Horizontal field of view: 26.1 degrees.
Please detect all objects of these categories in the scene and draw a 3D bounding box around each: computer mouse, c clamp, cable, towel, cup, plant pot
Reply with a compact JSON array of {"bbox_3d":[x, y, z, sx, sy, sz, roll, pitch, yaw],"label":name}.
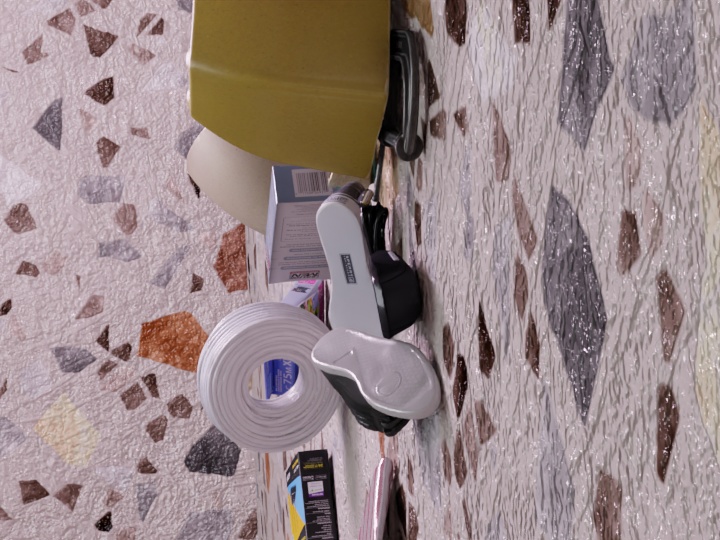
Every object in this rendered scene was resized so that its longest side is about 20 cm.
[{"bbox_3d":[0.030,-0.012,1.533,0.200,0.045,0.142,-97,-3,-86],"label":"computer mouse"},{"bbox_3d":[0.039,-0.151,1.519,0.200,0.027,0.173,-154,66,-82],"label":"c clamp"},{"bbox_3d":[-0.119,0.144,2.072,0.201,0.199,0.069,-56,25,9],"label":"cable"},{"bbox_3d":[0.017,0.317,1.751,0.201,0.030,0.148,101,175,-56],"label":"towel"},{"bbox_3d":[-0.117,-0.129,2.109,0.144,0.199,0.201,58,160,20],"label":"cup"},{"bbox_3d":[-0.077,-0.225,1.584,0.196,0.197,0.197,103,169,-69],"label":"plant pot"}]

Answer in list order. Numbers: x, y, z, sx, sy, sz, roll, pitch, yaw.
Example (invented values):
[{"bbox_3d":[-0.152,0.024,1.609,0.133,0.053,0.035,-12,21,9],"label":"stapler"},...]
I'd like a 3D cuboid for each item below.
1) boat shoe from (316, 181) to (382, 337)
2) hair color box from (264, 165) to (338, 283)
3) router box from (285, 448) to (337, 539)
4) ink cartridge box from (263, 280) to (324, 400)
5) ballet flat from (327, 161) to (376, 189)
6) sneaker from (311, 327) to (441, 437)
[{"bbox_3d":[0.000,0.000,1.694,0.068,0.071,0.202,-50,-47,-50],"label":"boat shoe"},{"bbox_3d":[-0.069,-0.059,2.010,0.201,0.098,0.061,101,163,-59],"label":"hair color box"},{"bbox_3d":[-0.075,0.361,2.348,0.200,0.050,0.151,115,150,-72],"label":"router box"},{"bbox_3d":[-0.092,0.094,2.189,0.200,0.041,0.121,-53,-34,-63],"label":"ink cartridge box"},{"bbox_3d":[-0.021,-0.186,1.765,0.068,0.062,0.202,108,158,-67],"label":"ballet flat"},{"bbox_3d":[0.036,0.121,1.514,0.099,0.071,0.199,52,164,-30],"label":"sneaker"}]
